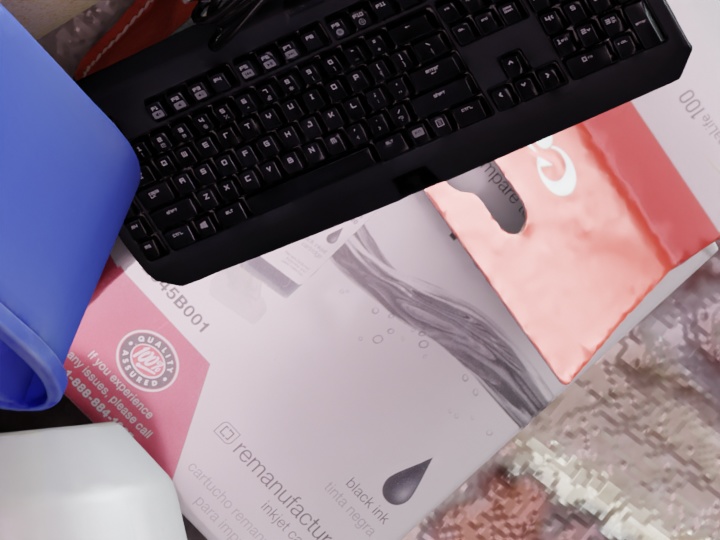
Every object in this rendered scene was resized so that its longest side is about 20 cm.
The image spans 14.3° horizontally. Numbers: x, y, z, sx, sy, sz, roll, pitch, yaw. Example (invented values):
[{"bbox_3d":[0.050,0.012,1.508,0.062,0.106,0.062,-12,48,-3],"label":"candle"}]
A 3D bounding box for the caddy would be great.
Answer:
[{"bbox_3d":[-0.156,-0.025,0.840,0.200,0.141,0.105,48,62,-51],"label":"caddy"}]

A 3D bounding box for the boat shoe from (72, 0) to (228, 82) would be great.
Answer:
[{"bbox_3d":[-0.027,-0.126,0.954,0.200,0.071,0.063,-45,123,-3],"label":"boat shoe"}]

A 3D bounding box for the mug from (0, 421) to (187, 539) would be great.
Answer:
[{"bbox_3d":[-0.126,0.129,0.903,0.186,0.149,0.154,-3,87,-36],"label":"mug"}]

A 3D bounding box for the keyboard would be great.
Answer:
[{"bbox_3d":[-0.009,-0.062,0.865,0.199,0.040,0.104,-23,108,25],"label":"keyboard"}]

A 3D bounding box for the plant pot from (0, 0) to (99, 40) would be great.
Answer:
[{"bbox_3d":[-0.079,-0.174,0.871,0.187,0.187,0.200,38,95,-17],"label":"plant pot"}]

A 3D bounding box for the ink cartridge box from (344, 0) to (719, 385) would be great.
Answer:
[{"bbox_3d":[0.092,-0.086,0.935,0.200,0.047,0.160,-44,106,-32],"label":"ink cartridge box"}]

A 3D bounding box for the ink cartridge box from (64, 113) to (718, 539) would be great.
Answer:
[{"bbox_3d":[0.000,0.000,0.989,0.200,0.085,0.146,-43,108,0],"label":"ink cartridge box"}]
